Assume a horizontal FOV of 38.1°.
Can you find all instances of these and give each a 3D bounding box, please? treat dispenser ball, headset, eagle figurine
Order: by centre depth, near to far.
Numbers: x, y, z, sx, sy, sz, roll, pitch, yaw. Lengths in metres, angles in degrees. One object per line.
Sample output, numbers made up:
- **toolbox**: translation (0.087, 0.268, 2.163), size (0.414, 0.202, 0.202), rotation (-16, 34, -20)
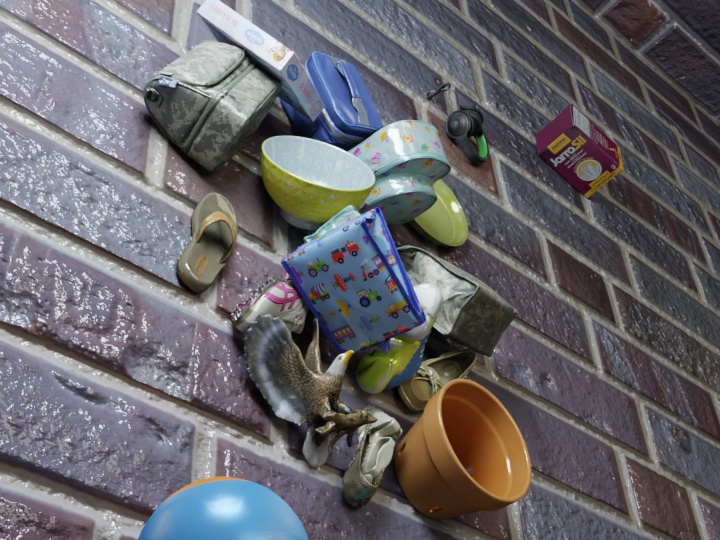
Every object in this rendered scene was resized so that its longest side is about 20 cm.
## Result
- **treat dispenser ball**: translation (-0.150, 0.329, 1.139), size (0.199, 0.200, 0.203), rotation (31, 37, -27)
- **eagle figurine**: translation (-0.067, 0.161, 1.493), size (0.150, 0.153, 0.199), rotation (-35, 55, -23)
- **headset**: translation (0.227, -0.333, 2.391), size (0.203, 0.093, 0.123), rotation (65, 28, -5)

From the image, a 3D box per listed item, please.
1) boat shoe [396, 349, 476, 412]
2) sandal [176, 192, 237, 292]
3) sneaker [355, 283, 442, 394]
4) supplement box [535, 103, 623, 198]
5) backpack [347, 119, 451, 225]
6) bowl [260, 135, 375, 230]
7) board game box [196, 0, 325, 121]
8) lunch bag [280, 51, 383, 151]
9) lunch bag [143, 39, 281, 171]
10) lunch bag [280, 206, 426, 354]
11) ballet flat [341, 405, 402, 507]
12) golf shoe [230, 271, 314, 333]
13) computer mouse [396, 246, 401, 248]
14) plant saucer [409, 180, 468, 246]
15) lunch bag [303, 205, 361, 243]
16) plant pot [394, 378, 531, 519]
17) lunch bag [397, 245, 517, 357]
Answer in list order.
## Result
- **boat shoe**: translation (0.130, 0.179, 1.755), size (0.200, 0.063, 0.074), rotation (-15, 69, -55)
- **sandal**: translation (-0.220, -0.048, 1.559), size (0.080, 0.054, 0.201), rotation (38, 35, -19)
- **sneaker**: translation (0.072, 0.109, 1.655), size (0.076, 0.201, 0.105), rotation (43, 11, 26)
- **supplement box**: translation (0.570, -0.309, 2.707), size (0.199, 0.131, 0.104), rotation (35, 36, -21)
- **backpack**: translation (0.064, -0.179, 1.898), size (0.174, 0.199, 0.155), rotation (8, 52, -47)
- **bowl**: translation (-0.083, -0.134, 1.740), size (0.197, 0.109, 0.201), rotation (15, 26, -8)
- **board game box**: translation (-0.167, -0.362, 1.794), size (0.199, 0.041, 0.200), rotation (37, -5, 20)
- **lunch bag**: translation (-0.051, -0.312, 1.951), size (0.135, 0.132, 0.202), rotation (4, 55, -48)
- **lunch bag**: translation (-0.244, -0.279, 1.689), size (0.167, 0.140, 0.201), rotation (36, 35, -3)
- **lunch bag**: translation (-0.002, 0.033, 1.565), size (0.202, 0.149, 0.094), rotation (63, 21, -6)
- **ballet flat**: translation (0.025, 0.261, 1.536), size (0.068, 0.075, 0.201), rotation (40, 34, -13)
- **golf shoe**: translation (-0.117, 0.056, 1.566), size (0.093, 0.072, 0.199), rotation (54, 33, 3)
- **computer mouse**: translation (0.042, -0.036, 1.886), size (0.198, 0.034, 0.059), rotation (19, 45, -39)
- **plant saucer**: translation (0.136, -0.126, 2.091), size (0.199, 0.031, 0.202), rotation (32, 37, -28)
- **lunch bag**: translation (0.000, 0.000, 1.716), size (0.172, 0.121, 0.200), rotation (55, 0, 8)
- **plant pot**: translation (0.145, 0.288, 1.596), size (0.199, 0.140, 0.202), rotation (31, 38, -28)
- **lunch bag**: translation (0.147, 0.046, 1.831), size (0.199, 0.118, 0.163), rotation (36, 4, 38)
